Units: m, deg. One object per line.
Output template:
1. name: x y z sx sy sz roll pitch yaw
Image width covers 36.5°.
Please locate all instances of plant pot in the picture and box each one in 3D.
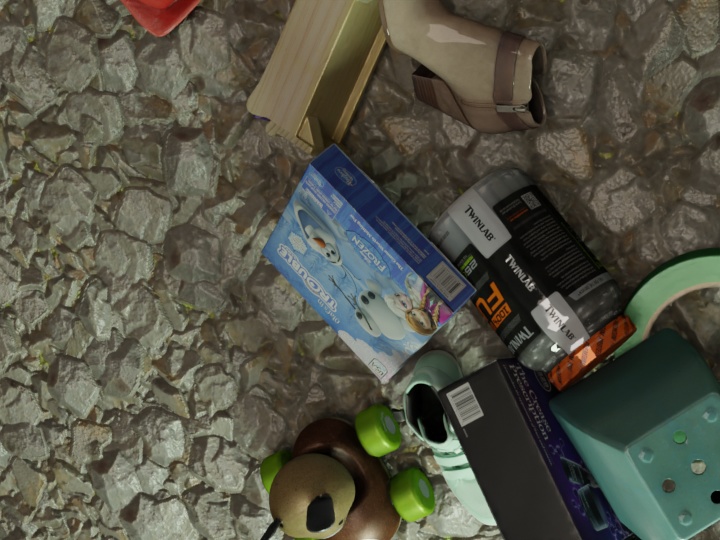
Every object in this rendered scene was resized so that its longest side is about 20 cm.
1. plant pot: 0.272 0.151 0.961 0.141 0.200 0.142 -32 89 3

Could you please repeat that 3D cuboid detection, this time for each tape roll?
1. tape roll: 0.352 0.080 1.071 0.199 0.048 0.202 4 101 19

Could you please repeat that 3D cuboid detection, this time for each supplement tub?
1. supplement tub: 0.168 0.009 1.063 0.122 0.122 0.200 -43 73 21

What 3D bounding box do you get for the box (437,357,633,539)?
1. box: 0.174 0.190 1.075 0.079 0.141 0.201 -31 74 23

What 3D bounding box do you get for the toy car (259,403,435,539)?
1. toy car: -0.039 0.252 1.154 0.164 0.200 0.159 -29 90 21

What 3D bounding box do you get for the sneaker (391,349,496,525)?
1. sneaker: 0.096 0.191 1.141 0.073 0.118 0.202 -24 93 19

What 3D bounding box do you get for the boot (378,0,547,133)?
1. boot: 0.105 -0.216 1.049 0.145 0.070 0.201 15 148 33

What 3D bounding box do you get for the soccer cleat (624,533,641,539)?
1. soccer cleat: 0.292 0.293 1.113 0.199 0.081 0.068 27 108 12

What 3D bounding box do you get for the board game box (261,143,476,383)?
1. board game box: 0.000 0.000 1.119 0.200 0.043 0.199 46 150 6

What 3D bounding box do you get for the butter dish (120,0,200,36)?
1. butter dish: -0.231 -0.376 1.129 0.200 0.148 0.200 -40 87 21

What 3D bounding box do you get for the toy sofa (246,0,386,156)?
1. toy sofa: -0.028 -0.223 1.122 0.097 0.083 0.201 33 109 24
